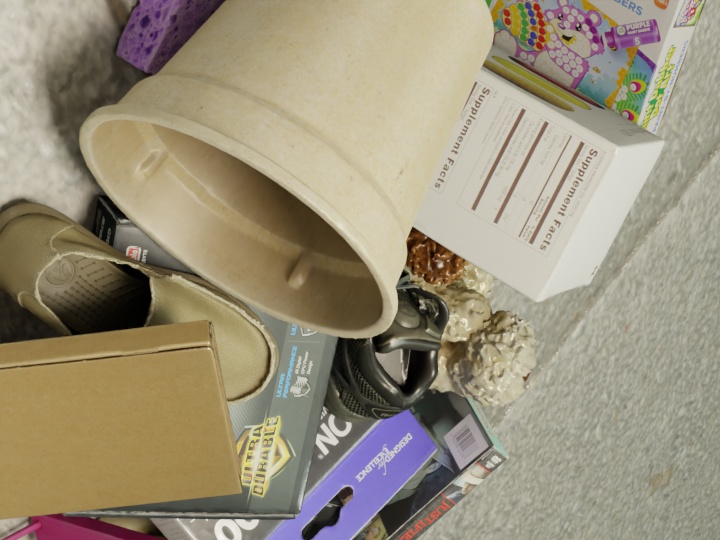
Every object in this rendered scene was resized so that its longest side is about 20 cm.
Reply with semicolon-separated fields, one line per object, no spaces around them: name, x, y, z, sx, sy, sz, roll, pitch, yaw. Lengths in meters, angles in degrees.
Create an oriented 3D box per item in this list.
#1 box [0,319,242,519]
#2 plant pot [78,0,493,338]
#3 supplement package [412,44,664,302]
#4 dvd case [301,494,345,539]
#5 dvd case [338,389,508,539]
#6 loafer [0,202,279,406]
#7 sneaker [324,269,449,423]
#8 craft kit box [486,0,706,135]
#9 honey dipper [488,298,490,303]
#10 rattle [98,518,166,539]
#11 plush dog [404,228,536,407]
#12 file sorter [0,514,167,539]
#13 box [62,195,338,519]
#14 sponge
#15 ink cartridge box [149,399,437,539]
box;-0.175;0.092;1.213;0.200;0.021;0.164;-7;144;-1
plant pot;-0.023;-0.093;1.179;0.184;0.200;0.200;-58;157;-21
supplement package;0.070;-0.080;1.322;0.110;0.200;0.114;-64;163;16
dvd case;-0.082;0.214;1.545;0.025;0.150;0.200;14;111;-28
dvd case;0.006;0.155;1.536;0.200;0.146;0.022;-44;126;11
loafer;-0.129;0.031;1.216;0.200;0.067;0.076;26;101;-29
sneaker;0.000;0.000;1.371;0.076;0.114;0.200;-17;92;-32
craft kit box;0.121;-0.167;1.377;0.049;0.200;0.198;-25;140;-47
honey dipper;0.095;-0.019;1.705;0.038;0.038;0.200;-44;155;-25
rattle;-0.156;0.261;1.461;0.200;0.143;0.130;-42;148;-29
plush dog;0.035;-0.012;1.499;0.160;0.200;0.172;-5;124;-6
file sorter;-0.186;0.276;1.346;0.125;0.139;0.200;-27;114;-39
box;-0.098;0.057;1.306;0.159;0.046;0.200;4;111;-24
sponge;-0.061;-0.157;1.264;0.112;0.030;0.200;-61;155;10
ink cartridge box;-0.060;0.109;1.416;0.198;0.200;0.043;-45;-166;-25
